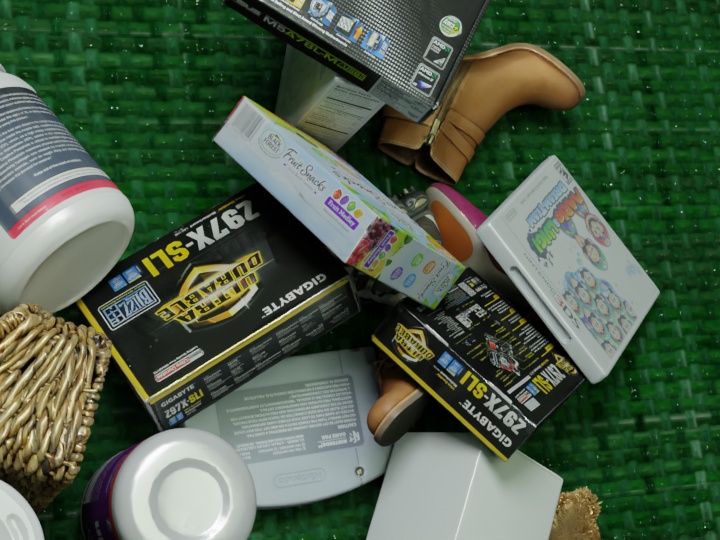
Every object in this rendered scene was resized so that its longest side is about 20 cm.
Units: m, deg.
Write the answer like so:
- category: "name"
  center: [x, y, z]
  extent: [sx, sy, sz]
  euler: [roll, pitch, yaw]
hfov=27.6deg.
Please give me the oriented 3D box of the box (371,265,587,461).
- category: "box"
  center: [0.113, 0.078, 1.321]
  extent: [0.160, 0.049, 0.200]
  euler: [43, 22, 10]

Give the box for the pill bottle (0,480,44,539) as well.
- category: "pill bottle"
  center: [-0.313, 0.222, 1.110]
  extent: [0.119, 0.200, 0.121]
  euler: [6, 73, -20]

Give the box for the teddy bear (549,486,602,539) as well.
- category: "teddy bear"
  center: [0.204, 0.308, 1.383]
  extent: [0.145, 0.067, 0.201]
  euler: [-37, 98, -17]

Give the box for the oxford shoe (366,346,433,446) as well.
- category: "oxford shoe"
  center: [0.036, 0.099, 1.324]
  extent: [0.071, 0.072, 0.200]
  euler: [37, 23, 4]

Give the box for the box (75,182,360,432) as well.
- category: "box"
  center: [-0.125, 0.026, 1.250]
  extent: [0.199, 0.050, 0.160]
  euler: [-31, 46, -14]

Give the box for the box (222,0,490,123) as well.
- category: "box"
  center: [0.013, -0.254, 1.234]
  extent: [0.199, 0.048, 0.194]
  euler: [31, 69, -9]

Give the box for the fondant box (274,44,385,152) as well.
- category: "fondant box"
  center: [-0.020, -0.195, 1.341]
  extent: [0.058, 0.200, 0.145]
  euler: [15, 70, -18]

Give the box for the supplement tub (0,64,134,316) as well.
- category: "supplement tub"
  center: [-0.295, -0.072, 1.208]
  extent: [0.140, 0.141, 0.200]
  euler: [-34, 73, -26]

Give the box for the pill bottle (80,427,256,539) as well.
- category: "pill bottle"
  center: [-0.161, 0.193, 1.179]
  extent: [0.112, 0.200, 0.113]
  euler: [5, 75, -20]

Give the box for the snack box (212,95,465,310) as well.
- category: "snack box"
  center: [-0.019, -0.058, 1.250]
  extent: [0.053, 0.200, 0.142]
  euler: [-53, 143, 9]

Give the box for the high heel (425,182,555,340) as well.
- category: "high heel"
  center: [0.148, -0.021, 1.440]
  extent: [0.200, 0.067, 0.096]
  euler: [49, 57, 0]

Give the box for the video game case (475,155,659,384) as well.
- category: "video game case"
  center: [0.207, -0.007, 1.432]
  extent: [0.182, 0.024, 0.200]
  euler: [52, 34, -3]

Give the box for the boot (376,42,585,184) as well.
- category: "boot"
  center: [0.117, -0.154, 1.460]
  extent: [0.199, 0.074, 0.156]
  euler: [18, 68, -4]

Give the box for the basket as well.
- category: "basket"
  center: [-0.291, 0.097, 1.151]
  extent: [0.148, 0.200, 0.144]
  euler: [18, 67, -15]

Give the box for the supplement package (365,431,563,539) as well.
- category: "supplement package"
  center: [0.081, 0.255, 1.293]
  extent: [0.117, 0.116, 0.201]
  euler: [33, 65, -33]

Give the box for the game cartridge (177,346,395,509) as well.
- category: "game cartridge"
  center: [-0.068, 0.146, 1.323]
  extent: [0.198, 0.040, 0.134]
  euler: [-5, 75, -23]

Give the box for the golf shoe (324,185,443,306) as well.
- category: "golf shoe"
  center: [0.000, 0.000, 1.366]
  extent: [0.199, 0.078, 0.095]
  euler: [-29, 88, -25]
